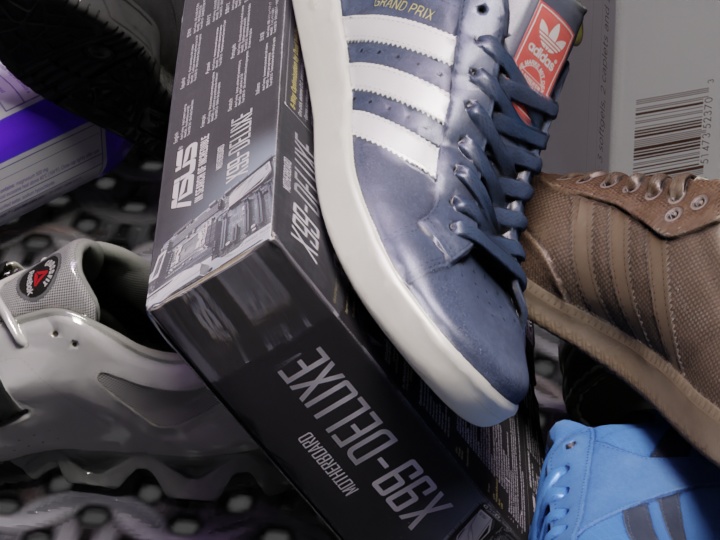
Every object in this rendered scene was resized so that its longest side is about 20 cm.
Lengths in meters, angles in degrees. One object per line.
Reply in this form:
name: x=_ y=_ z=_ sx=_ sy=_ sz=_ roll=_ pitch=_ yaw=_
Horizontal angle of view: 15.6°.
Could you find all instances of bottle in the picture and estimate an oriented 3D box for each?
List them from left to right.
bottle: x=-0.131 y=-0.066 z=1.038 sx=0.083 sy=0.066 sz=0.200 roll=28 pitch=43 yaw=36

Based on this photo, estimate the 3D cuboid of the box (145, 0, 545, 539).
box: x=0.000 y=0.000 z=0.862 sx=0.050 sy=0.158 sz=0.200 roll=-29 pitch=30 yaw=19

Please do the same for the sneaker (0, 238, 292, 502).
sneaker: x=-0.115 y=0.026 z=0.888 sx=0.199 sy=0.089 sz=0.074 roll=-2 pitch=36 yaw=0

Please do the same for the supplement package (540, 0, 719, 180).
supplement package: x=0.138 y=-0.080 z=0.939 sx=0.155 sy=0.201 sz=0.111 roll=-10 pitch=34 yaw=-14

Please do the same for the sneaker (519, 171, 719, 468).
sneaker: x=0.101 y=0.001 z=0.813 sx=0.070 sy=0.076 sz=0.200 roll=20 pitch=13 yaw=-43

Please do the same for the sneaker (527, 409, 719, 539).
sneaker: x=0.071 y=0.089 z=0.776 sx=0.078 sy=0.066 sz=0.200 roll=31 pitch=25 yaw=15

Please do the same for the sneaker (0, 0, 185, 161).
sneaker: x=-0.061 y=-0.095 z=1.017 sx=0.060 sy=0.200 sz=0.105 roll=-21 pitch=48 yaw=40

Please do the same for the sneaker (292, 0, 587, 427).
sneaker: x=0.034 y=-0.047 z=0.806 sx=0.084 sy=0.075 sz=0.201 roll=-28 pitch=50 yaw=18

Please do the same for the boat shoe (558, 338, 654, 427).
boat shoe: x=0.146 y=0.027 z=0.854 sx=0.201 sy=0.072 sz=0.061 roll=-17 pitch=44 yaw=36
